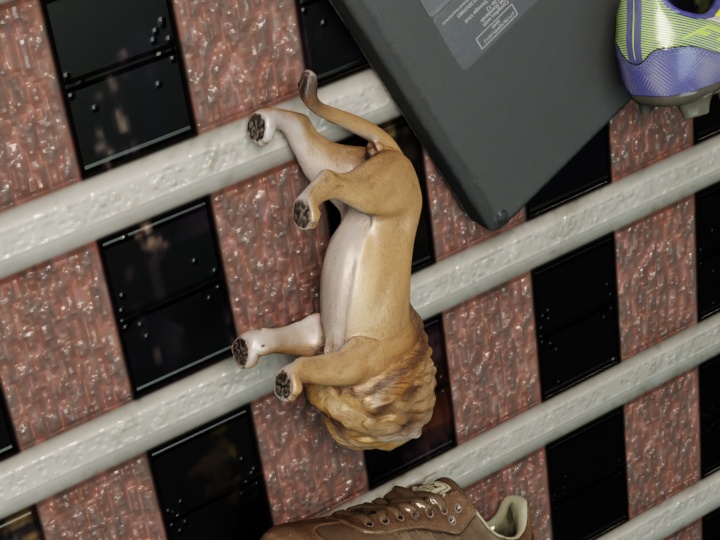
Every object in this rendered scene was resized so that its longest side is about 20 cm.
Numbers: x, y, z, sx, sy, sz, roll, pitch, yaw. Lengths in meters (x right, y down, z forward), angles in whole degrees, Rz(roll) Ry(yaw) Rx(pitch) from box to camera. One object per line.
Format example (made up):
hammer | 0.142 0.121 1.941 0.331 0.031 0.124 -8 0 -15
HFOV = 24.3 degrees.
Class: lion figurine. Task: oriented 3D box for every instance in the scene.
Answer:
lion figurine | 0.000 0.000 0.841 0.122 0.072 0.202 -4 111 -41

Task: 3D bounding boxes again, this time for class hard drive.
hard drive | 0.069 -0.133 0.845 0.140 0.033 0.200 -44 130 -9

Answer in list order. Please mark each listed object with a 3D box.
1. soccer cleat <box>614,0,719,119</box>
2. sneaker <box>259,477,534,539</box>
soccer cleat | 0.205 -0.151 0.890 0.199 0.064 0.085 -35 120 -37
sneaker | 0.022 0.150 0.947 0.199 0.070 0.076 19 82 -43
